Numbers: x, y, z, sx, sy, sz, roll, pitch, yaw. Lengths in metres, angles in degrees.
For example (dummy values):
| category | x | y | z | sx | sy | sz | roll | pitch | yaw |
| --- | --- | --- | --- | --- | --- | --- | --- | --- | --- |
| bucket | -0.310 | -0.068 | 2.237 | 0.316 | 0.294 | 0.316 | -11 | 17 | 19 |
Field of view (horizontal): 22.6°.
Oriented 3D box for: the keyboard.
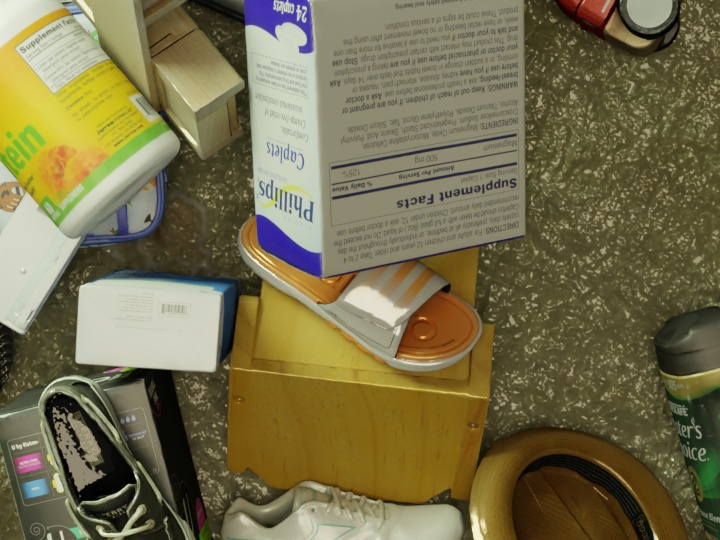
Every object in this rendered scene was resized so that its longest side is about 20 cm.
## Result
| category | x | y | z | sx | sy | sz | roll | pitch | yaw |
| --- | --- | --- | --- | --- | --- | --- | --- | --- | --- |
| keyboard | -0.232 | -0.049 | 1.389 | 0.056 | 0.011 | 0.200 | 32 | 92 | -1 |

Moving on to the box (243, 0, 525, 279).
| category | x | y | z | sx | sy | sz | roll | pitch | yaw |
| --- | --- | --- | --- | --- | --- | --- | --- | --- | --- |
| box | 0.019 | -0.114 | 1.301 | 0.183 | 0.105 | 0.201 | -11 | 108 | -31 |

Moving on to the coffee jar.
| category | x | y | z | sx | sy | sz | roll | pitch | yaw |
| --- | --- | --- | --- | --- | --- | --- | --- | --- | --- |
| coffee jar | 0.296 | 0.128 | 1.421 | 0.085 | 0.104 | 0.201 | -16 | 93 | -1 |

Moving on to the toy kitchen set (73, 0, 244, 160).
| category | x | y | z | sx | sy | sz | roll | pitch | yaw |
| --- | --- | --- | --- | --- | --- | --- | --- | --- | --- |
| toy kitchen set | -0.112 | -0.232 | 1.311 | 0.180 | 0.163 | 0.200 | -35 | 72 | -14 |

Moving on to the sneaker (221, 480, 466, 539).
| category | x | y | z | sx | sy | sz | roll | pitch | yaw |
| --- | --- | --- | --- | --- | --- | --- | --- | --- | --- |
| sneaker | -0.016 | 0.208 | 1.433 | 0.199 | 0.070 | 0.081 | -11 | 108 | 4 |

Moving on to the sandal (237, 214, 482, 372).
| category | x | y | z | sx | sy | sz | roll | pitch | yaw |
| --- | --- | --- | --- | --- | --- | --- | --- | --- | --- |
| sandal | -0.005 | 0.006 | 1.361 | 0.206 | 0.059 | 0.079 | 27 | 59 | 13 |

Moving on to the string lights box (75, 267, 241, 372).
| category | x | y | z | sx | sy | sz | roll | pitch | yaw |
| --- | --- | --- | --- | --- | --- | --- | --- | --- | --- |
| string lights box | -0.149 | 0.034 | 1.367 | 0.102 | 0.200 | 0.059 | 4 | 93 | 1 |

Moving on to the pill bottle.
| category | x | y | z | sx | sy | sz | roll | pitch | yaw |
| --- | --- | --- | --- | --- | --- | --- | --- | --- | --- |
| pill bottle | -0.237 | -0.132 | 1.324 | 0.111 | 0.111 | 0.200 | -41 | 91 | 3 |

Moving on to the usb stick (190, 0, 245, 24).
| category | x | y | z | sx | sy | sz | roll | pitch | yaw |
| --- | --- | --- | --- | --- | --- | --- | --- | --- | --- |
| usb stick | -0.150 | -0.251 | 1.431 | 0.199 | 0.033 | 0.056 | 24 | 91 | -1 |

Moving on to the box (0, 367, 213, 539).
| category | x | y | z | sx | sy | sz | roll | pitch | yaw |
| --- | --- | --- | --- | --- | --- | --- | --- | --- | --- |
| box | -0.192 | 0.183 | 1.404 | 0.124 | 0.149 | 0.201 | -14 | 93 | 1 |

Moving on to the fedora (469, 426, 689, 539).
| category | x | y | z | sx | sy | sz | roll | pitch | yaw |
| --- | --- | --- | --- | --- | --- | --- | --- | --- | --- |
| fedora | 0.164 | 0.223 | 1.422 | 0.200 | 0.082 | 0.201 | 11 | 56 | -17 |

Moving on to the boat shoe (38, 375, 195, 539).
| category | x | y | z | sx | sy | sz | roll | pitch | yaw |
| --- | --- | --- | --- | --- | --- | --- | --- | --- | --- |
| boat shoe | -0.177 | 0.171 | 1.296 | 0.071 | 0.064 | 0.200 | -30 | 94 | 0 |

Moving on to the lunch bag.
| category | x | y | z | sx | sy | sz | roll | pitch | yaw |
| --- | --- | --- | --- | --- | --- | --- | --- | --- | --- |
| lunch bag | -0.227 | -0.118 | 1.422 | 0.160 | 0.076 | 0.201 | -4 | 95 | -2 |

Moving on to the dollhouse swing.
| category | x | y | z | sx | sy | sz | roll | pitch | yaw |
| --- | --- | --- | --- | --- | --- | --- | --- | --- | --- |
| dollhouse swing | 0.002 | 0.058 | 1.452 | 0.199 | 0.176 | 0.182 | 6 | 135 | -1 |

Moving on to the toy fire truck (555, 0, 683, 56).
| category | x | y | z | sx | sy | sz | roll | pitch | yaw |
| --- | --- | --- | --- | --- | --- | --- | --- | --- | --- |
| toy fire truck | 0.184 | -0.286 | 1.393 | 0.200 | 0.129 | 0.176 | 29 | 94 | 10 |

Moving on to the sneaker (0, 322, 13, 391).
| category | x | y | z | sx | sy | sz | roll | pitch | yaw |
| --- | --- | --- | --- | --- | --- | --- | --- | --- | --- |
| sneaker | -0.327 | 0.015 | 1.439 | 0.070 | 0.090 | 0.201 | -13 | 120 | -22 |
